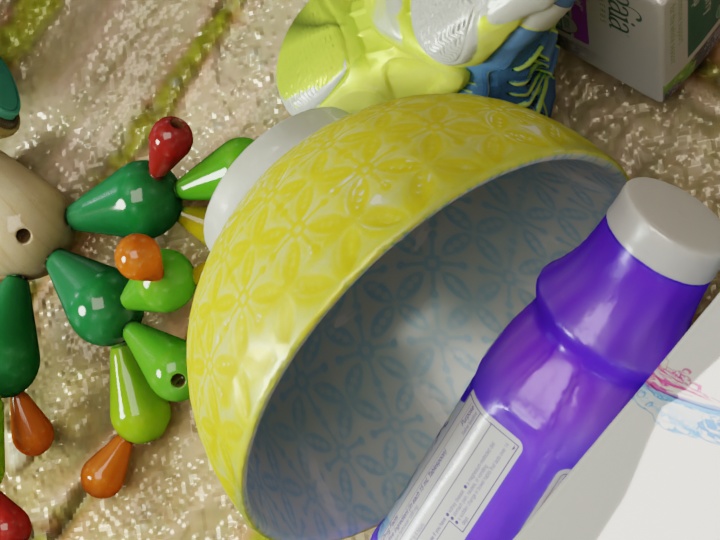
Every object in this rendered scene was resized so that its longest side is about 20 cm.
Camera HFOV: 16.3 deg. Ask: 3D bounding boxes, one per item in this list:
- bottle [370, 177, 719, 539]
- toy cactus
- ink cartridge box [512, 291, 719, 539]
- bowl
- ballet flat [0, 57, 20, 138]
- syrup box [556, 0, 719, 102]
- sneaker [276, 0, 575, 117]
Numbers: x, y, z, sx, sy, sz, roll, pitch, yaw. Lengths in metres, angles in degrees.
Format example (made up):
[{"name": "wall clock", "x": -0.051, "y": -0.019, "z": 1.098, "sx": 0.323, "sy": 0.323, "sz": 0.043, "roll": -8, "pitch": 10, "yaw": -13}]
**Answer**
[{"name": "bottle", "x": 0.073, "y": 0.056, "z": 0.973, "sx": 0.065, "sy": 0.083, "sz": 0.201, "roll": 39, "pitch": 120, "yaw": 16}, {"name": "toy cactus", "x": -0.131, "y": 0.004, "z": 1.089, "sx": 0.165, "sy": 0.102, "sz": 0.201, "roll": 42, "pitch": 103, "yaw": 30}, {"name": "ink cartridge box", "x": 0.160, "y": 0.063, "z": 0.946, "sx": 0.084, "sy": 0.145, "sz": 0.200, "roll": 41, "pitch": 94, "yaw": 20}, {"name": "bowl", "x": 0.000, "y": 0.000, "z": 0.988, "sx": 0.200, "sy": 0.200, "sz": 0.108, "roll": -47, "pitch": 63, "yaw": 5}, {"name": "ballet flat", "x": -0.218, "y": -0.121, "z": 1.151, "sx": 0.063, "sy": 0.069, "sz": 0.201, "roll": -41, "pitch": 61, "yaw": 16}, {"name": "syrup box", "x": 0.065, "y": -0.161, "z": 1.045, "sx": 0.199, "sy": 0.079, "sz": 0.082, "roll": 33, "pitch": 73, "yaw": 21}, {"name": "sneaker", "x": 0.055, "y": -0.097, "z": 1.006, "sx": 0.200, "sy": 0.104, "sz": 0.076, "roll": -17, "pitch": 58, "yaw": 55}]
